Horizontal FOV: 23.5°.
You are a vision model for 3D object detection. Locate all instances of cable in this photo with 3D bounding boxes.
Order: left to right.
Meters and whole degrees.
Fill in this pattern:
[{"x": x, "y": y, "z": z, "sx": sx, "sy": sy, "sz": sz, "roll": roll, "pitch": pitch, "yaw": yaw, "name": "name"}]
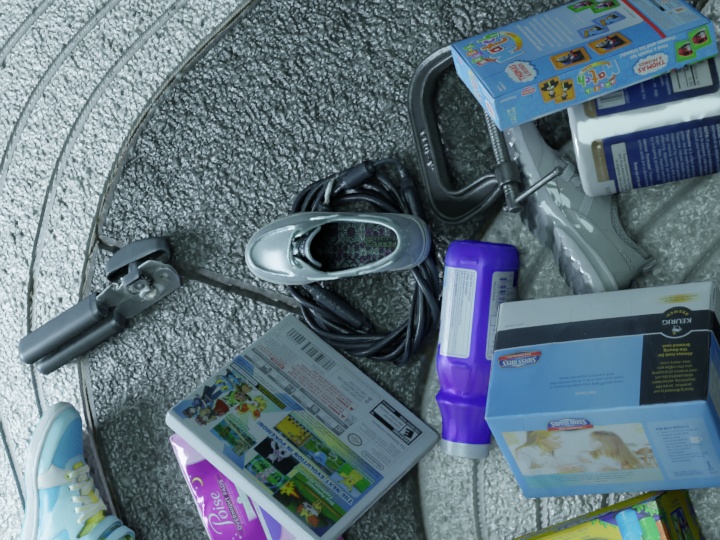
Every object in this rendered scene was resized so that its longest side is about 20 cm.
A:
[{"x": 0.000, "y": 0.000, "z": 1.685, "sx": 0.162, "sy": 0.051, "sz": 0.202, "roll": -19, "pitch": 84, "yaw": 22, "name": "cable"}]

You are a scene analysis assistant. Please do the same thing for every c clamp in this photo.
[{"x": 0.109, "y": -0.133, "z": 1.610, "sx": 0.171, "sy": 0.027, "sz": 0.202, "roll": -41, "pitch": 57, "yaw": 44, "name": "c clamp"}]

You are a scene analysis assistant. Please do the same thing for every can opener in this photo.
[{"x": -0.273, "y": 0.035, "z": 1.810, "sx": 0.199, "sy": 0.053, "sz": 0.067, "roll": -30, "pitch": 47, "yaw": 21, "name": "can opener"}]

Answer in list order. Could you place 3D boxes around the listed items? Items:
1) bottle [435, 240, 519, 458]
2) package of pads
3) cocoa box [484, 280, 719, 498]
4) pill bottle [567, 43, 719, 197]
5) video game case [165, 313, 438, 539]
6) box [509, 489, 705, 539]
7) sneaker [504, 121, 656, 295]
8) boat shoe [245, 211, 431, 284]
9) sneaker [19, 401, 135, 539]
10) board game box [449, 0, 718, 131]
[{"x": 0.107, "y": 0.073, "z": 1.623, "sx": 0.065, "sy": 0.083, "sz": 0.202, "roll": 6, "pitch": 94, "yaw": 22, "name": "bottle"}, {"x": -0.098, "y": 0.231, "z": 1.715, "sx": 0.120, "sy": 0.076, "sz": 0.202, "roll": -27, "pitch": 80, "yaw": 19, "name": "package of pads"}, {"x": 0.225, "y": 0.108, "z": 1.520, "sx": 0.198, "sy": 0.134, "sz": 0.132, "roll": -7, "pitch": 48, "yaw": 22, "name": "cocoa box"}, {"x": 0.285, "y": -0.137, "z": 1.522, "sx": 0.198, "sy": 0.111, "sz": 0.112, "roll": -11, "pitch": 86, "yaw": 10, "name": "pill bottle"}, {"x": -0.054, "y": 0.152, "z": 1.653, "sx": 0.199, "sy": 0.182, "sz": 0.022, "roll": 38, "pitch": 142, "yaw": 17, "name": "video game case"}, {"x": 0.222, "y": 0.318, "z": 1.557, "sx": 0.199, "sy": 0.122, "sz": 0.194, "roll": -23, "pitch": 83, "yaw": 21, "name": "box"}, {"x": 0.197, "y": -0.061, "z": 1.604, "sx": 0.081, "sy": 0.075, "sz": 0.201, "roll": -25, "pitch": 73, "yaw": -14, "name": "sneaker"}, {"x": -0.033, "y": -0.026, "z": 1.640, "sx": 0.199, "sy": 0.071, "sz": 0.071, "roll": -5, "pitch": 86, "yaw": 29, "name": "boat shoe"}, {"x": -0.280, "y": 0.243, "z": 1.793, "sx": 0.129, "sy": 0.079, "sz": 0.202, "roll": 14, "pitch": 105, "yaw": 24, "name": "sneaker"}, {"x": 0.192, "y": -0.194, "z": 1.515, "sx": 0.198, "sy": 0.152, "sz": 0.037, "roll": -19, "pitch": 117, "yaw": -3, "name": "board game box"}]
